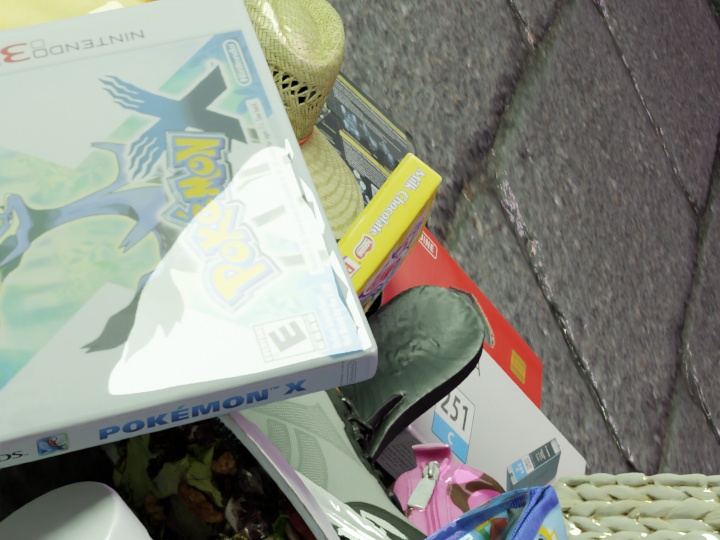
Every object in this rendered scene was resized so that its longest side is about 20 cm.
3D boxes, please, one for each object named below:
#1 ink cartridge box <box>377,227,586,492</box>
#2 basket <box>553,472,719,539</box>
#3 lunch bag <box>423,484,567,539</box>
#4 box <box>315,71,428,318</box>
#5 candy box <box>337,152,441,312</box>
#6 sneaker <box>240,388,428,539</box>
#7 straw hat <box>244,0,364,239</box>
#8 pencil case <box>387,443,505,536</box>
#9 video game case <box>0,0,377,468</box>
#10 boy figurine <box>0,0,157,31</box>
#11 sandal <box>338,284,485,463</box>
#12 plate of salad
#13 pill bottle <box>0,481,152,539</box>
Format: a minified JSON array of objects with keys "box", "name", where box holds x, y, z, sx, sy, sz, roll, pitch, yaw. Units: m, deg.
[{"box":[0.076,0.075,1.175,0.200,0.044,0.178,46,42,-40],"name":"ink cartridge box"},{"box":[0.193,0.199,1.096,0.200,0.134,0.125,34,59,-51],"name":"basket"},{"box":[0.038,0.187,0.727,0.200,0.093,0.152,-35,114,-47],"name":"lunch bag"},{"box":[-0.020,-0.052,1.176,0.200,0.049,0.163,37,40,-52],"name":"box"},{"box":[0.000,0.000,1.011,0.026,0.103,0.200,35,-6,3],"name":"candy box"},{"box":[-0.017,0.091,0.857,0.200,0.079,0.074,34,-29,38],"name":"sneaker"},{"box":[-0.053,-0.109,0.989,0.200,0.085,0.201,30,21,-13],"name":"straw hat"},{"box":[0.042,0.166,0.899,0.200,0.090,0.095,-97,-173,-67],"name":"pencil case"},{"box":[-0.108,-0.022,0.751,0.022,0.180,0.201,96,-23,-53],"name":"video game case"},{"box":[-0.132,-0.093,0.856,0.200,0.124,0.065,41,-18,26],"name":"boy figurine"},{"box":[-0.014,0.069,0.958,0.200,0.075,0.048,-46,154,-29],"name":"sandal"},{"box":[-0.065,0.103,0.801,0.048,0.200,0.201,-38,111,-21],"name":"plate of salad"},{"box":[-0.075,0.182,0.747,0.201,0.110,0.111,57,24,-25],"name":"pill bottle"}]
